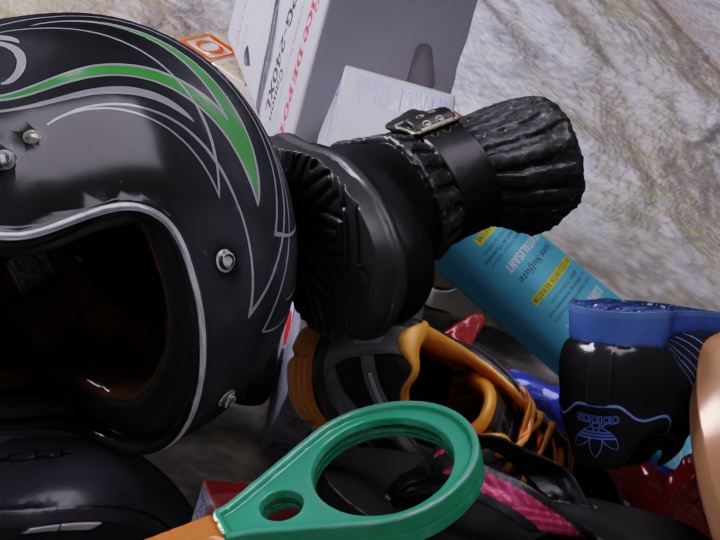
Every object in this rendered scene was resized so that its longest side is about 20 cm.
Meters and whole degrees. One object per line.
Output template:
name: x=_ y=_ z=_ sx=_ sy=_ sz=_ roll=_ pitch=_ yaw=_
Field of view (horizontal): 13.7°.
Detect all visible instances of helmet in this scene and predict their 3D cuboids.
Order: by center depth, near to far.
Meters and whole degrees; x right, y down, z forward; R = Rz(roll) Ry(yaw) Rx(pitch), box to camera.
helmet: x=-0.124 y=-0.018 z=1.353 sx=0.189 sy=0.201 sz=0.200 roll=7 pitch=28 yaw=-17

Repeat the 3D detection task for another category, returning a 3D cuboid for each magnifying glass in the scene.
magnifying glass: x=-0.041 y=0.107 z=1.287 sx=0.199 sy=0.023 sz=0.080 roll=-22 pitch=38 yaw=-11

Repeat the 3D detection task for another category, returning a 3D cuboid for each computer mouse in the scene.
computer mouse: x=-0.158 y=0.111 z=1.334 sx=0.199 sy=0.046 sz=0.141 roll=12 pitch=26 yaw=-12

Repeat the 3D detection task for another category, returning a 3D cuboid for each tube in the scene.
tube: x=0.113 y=0.028 z=1.608 sx=0.200 sy=0.050 sz=0.078 roll=40 pitch=58 yaw=0

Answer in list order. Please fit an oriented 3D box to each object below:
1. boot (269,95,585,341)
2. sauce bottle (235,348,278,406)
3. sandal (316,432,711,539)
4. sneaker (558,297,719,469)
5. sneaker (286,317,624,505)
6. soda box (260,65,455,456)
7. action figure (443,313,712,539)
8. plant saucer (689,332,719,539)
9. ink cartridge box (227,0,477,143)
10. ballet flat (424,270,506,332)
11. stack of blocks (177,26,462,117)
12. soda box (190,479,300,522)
boot: x=0.039 y=-0.031 z=1.410 sx=0.157 sy=0.080 sz=0.211 roll=-4 pitch=19 yaw=-16
sauce bottle: x=-0.138 y=0.039 z=1.466 sx=0.199 sy=0.065 sz=0.065 roll=7 pitch=28 yaw=-21
sandal: x=0.076 y=0.103 z=1.352 sx=0.199 sy=0.045 sz=0.075 roll=12 pitch=28 yaw=-12
sneaker: x=0.139 y=0.055 z=1.464 sx=0.070 sy=0.079 sz=0.200 roll=7 pitch=2 yaw=22
sneaker: x=0.058 y=0.083 z=1.424 sx=0.199 sy=0.077 sz=0.079 roll=30 pitch=61 yaw=-30
soda box: x=0.000 y=0.000 z=1.522 sx=0.063 sy=0.068 sz=0.201 roll=14 pitch=57 yaw=-7
action figure: x=0.139 y=0.086 z=1.543 sx=0.099 sy=0.066 sz=0.200 roll=-22 pitch=46 yaw=-40
plant saucer: x=0.204 y=0.125 z=1.422 sx=0.032 sy=0.201 sz=0.200 roll=-22 pitch=16 yaw=21
ink cartridge box: x=-0.007 y=-0.151 z=1.677 sx=0.083 sy=0.146 sz=0.200 roll=8 pitch=25 yaw=-16
ballet flat: x=0.022 y=-0.005 z=1.649 sx=0.199 sy=0.070 sz=0.070 roll=12 pitch=27 yaw=-10
stack of blocks: x=-0.010 y=-0.076 z=1.773 sx=0.199 sy=0.059 sz=0.115 roll=33 pitch=30 yaw=27
soda box: x=0.019 y=0.146 z=1.358 sx=0.199 sy=0.064 sz=0.070 roll=7 pitch=29 yaw=-22
